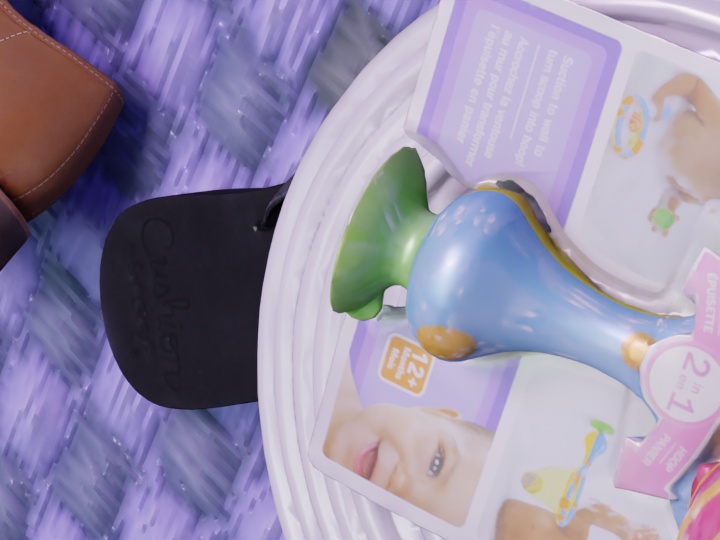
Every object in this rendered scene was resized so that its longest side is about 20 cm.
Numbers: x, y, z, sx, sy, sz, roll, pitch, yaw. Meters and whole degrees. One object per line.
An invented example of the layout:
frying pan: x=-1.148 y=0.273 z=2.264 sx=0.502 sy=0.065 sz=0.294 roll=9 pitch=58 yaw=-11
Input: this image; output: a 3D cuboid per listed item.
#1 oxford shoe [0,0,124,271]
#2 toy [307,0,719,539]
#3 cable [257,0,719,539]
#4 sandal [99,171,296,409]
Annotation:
oxford shoe: x=-0.145 y=-0.083 z=0.824 sx=0.200 sy=0.071 sz=0.071 roll=40 pitch=167 yaw=19
toy: x=0.081 y=0.034 z=0.543 sx=0.200 sy=0.047 sz=0.115 roll=26 pitch=116 yaw=21
cable: x=0.067 y=0.026 z=0.617 sx=0.200 sy=0.069 sz=0.200 roll=-44 pitch=80 yaw=32
sandal: x=0.000 y=0.001 z=0.723 sx=0.200 sy=0.043 sz=0.076 roll=-19 pitch=83 yaw=44
